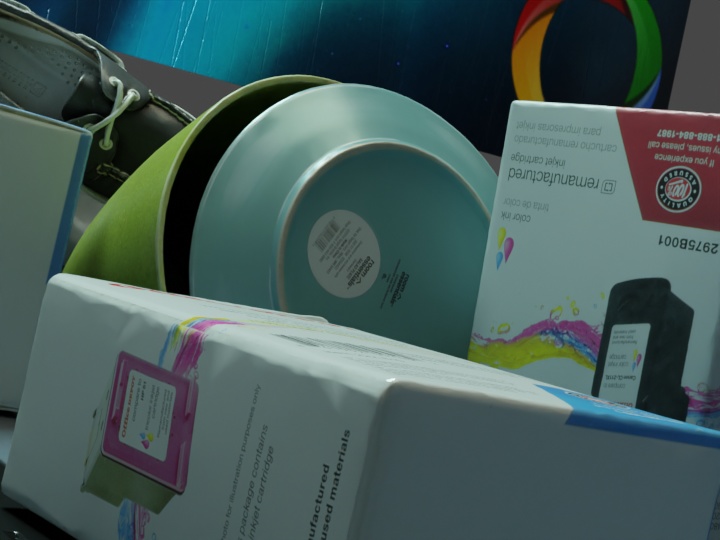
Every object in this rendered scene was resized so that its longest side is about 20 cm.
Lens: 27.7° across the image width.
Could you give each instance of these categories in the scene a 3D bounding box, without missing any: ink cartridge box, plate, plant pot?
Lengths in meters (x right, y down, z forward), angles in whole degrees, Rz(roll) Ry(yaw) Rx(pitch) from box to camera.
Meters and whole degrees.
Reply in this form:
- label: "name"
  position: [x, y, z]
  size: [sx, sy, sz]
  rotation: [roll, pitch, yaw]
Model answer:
- label: "ink cartridge box"
  position: [-0.227, -0.018, 0.776]
  size: [0.083, 0.146, 0.200]
  rotation: [12, 0, -30]
- label: "ink cartridge box"
  position: [0.126, 0.033, 0.652]
  size: [0.083, 0.201, 0.145]
  rotation: [8, 2, -39]
- label: "ink cartridge box"
  position: [-0.007, 0.064, 0.479]
  size: [0.144, 0.085, 0.200]
  rotation: [12, 1, -38]
- label: "plate"
  position: [0.013, 0.008, 0.689]
  size: [0.199, 0.201, 0.026]
  rotation: [12, -14, -32]
- label: "plant pot"
  position: [-0.075, 0.013, 0.771]
  size: [0.186, 0.188, 0.200]
  rotation: [12, -16, -36]

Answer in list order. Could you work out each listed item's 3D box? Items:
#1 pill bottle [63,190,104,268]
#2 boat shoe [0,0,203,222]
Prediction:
- label: "pill bottle"
  position: [-0.249, -0.053, 0.951]
  size: [0.199, 0.105, 0.104]
  rotation: [0, -6, 30]
- label: "boat shoe"
  position: [-0.160, -0.097, 0.841]
  size: [0.200, 0.074, 0.060]
  rotation: [34, -15, 6]
